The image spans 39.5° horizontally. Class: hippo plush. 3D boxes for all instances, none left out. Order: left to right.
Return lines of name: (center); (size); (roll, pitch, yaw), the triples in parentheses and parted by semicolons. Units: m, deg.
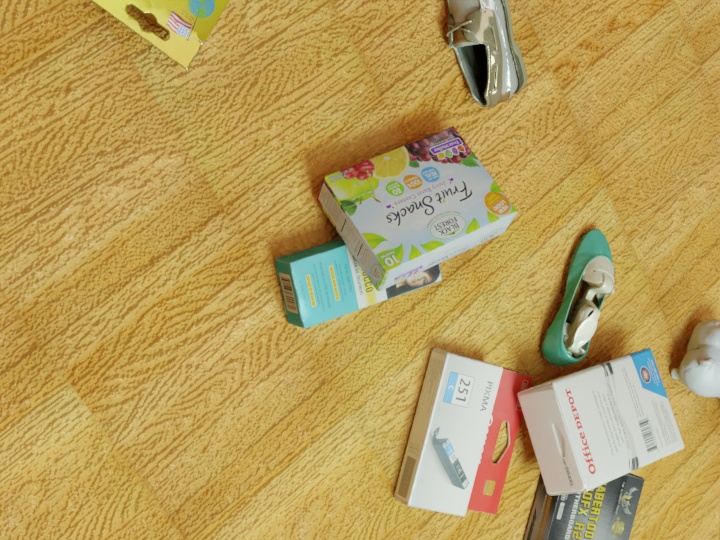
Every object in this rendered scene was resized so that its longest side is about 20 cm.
hippo plush: (0.547, 0.166, 1.508); (0.159, 0.160, 0.202); (23, 66, 1)

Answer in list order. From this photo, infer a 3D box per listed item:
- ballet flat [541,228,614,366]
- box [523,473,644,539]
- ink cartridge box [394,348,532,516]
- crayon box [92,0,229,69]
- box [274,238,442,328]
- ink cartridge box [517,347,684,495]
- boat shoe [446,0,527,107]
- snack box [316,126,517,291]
ballet flat: (0.314, 0.040, 1.381); (0.067, 0.070, 0.202); (26, 82, -28)
box: (0.310, 0.374, 1.426); (0.157, 0.048, 0.202); (18, 86, -29)
ink cartridge box: (0.148, 0.220, 1.323); (0.175, 0.045, 0.202); (16, 87, -28)
crayon box: (-0.192, -0.332, 1.071); (0.126, 0.051, 0.201); (34, 78, -27)
box: (0.000, 0.000, 1.214); (0.198, 0.049, 0.083); (-19, 104, -26)
ink cartridge box: (0.326, 0.204, 1.366); (0.198, 0.084, 0.148); (-12, 81, -32)
boat shoe: (0.145, -0.301, 1.249); (0.068, 0.074, 0.201); (-38, 113, -26)
snack box: (0.068, -0.077, 1.197); (0.199, 0.053, 0.143); (-25, 70, -27)
